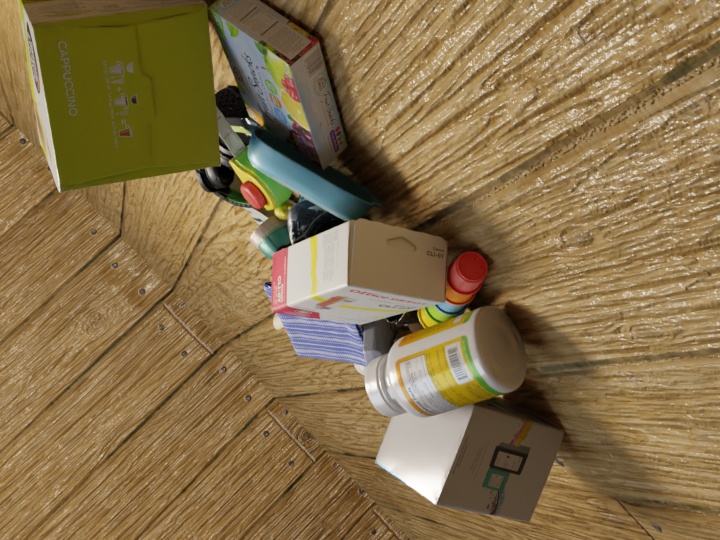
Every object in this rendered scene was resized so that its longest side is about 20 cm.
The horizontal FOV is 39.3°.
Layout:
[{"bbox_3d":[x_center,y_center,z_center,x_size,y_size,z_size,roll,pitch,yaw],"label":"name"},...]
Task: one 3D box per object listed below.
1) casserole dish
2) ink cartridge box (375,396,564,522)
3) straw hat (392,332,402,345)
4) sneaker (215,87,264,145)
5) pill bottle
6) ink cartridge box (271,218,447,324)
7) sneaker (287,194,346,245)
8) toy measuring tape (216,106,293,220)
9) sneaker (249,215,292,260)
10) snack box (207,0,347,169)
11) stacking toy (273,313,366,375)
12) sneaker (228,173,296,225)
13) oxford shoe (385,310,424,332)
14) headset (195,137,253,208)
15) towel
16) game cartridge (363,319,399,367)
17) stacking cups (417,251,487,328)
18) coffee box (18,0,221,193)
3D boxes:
[{"bbox_3d":[-0.065,-0.119,1.276,0.199,0.039,0.121,29,-167,-7],"label":"casserole dish"},{"bbox_3d":[0.158,0.253,1.443,0.199,0.147,0.146,20,-178,-38],"label":"ink cartridge box"},{"bbox_3d":[0.108,0.193,1.653,0.084,0.202,0.201,-6,146,11],"label":"straw hat"},{"bbox_3d":[-0.163,-0.199,1.411,0.200,0.072,0.083,23,154,53],"label":"sneaker"},{"bbox_3d":[0.105,0.126,1.308,0.199,0.111,0.111,-24,114,37],"label":"pill bottle"},{"bbox_3d":[-0.005,0.007,1.262,0.144,0.084,0.200,10,164,-30],"label":"ink cartridge box"},{"bbox_3d":[-0.063,-0.075,1.365,0.087,0.077,0.200,54,-168,13],"label":"sneaker"},{"bbox_3d":[-0.142,-0.145,1.331,0.073,0.074,0.201,20,148,56],"label":"toy measuring tape"},{"bbox_3d":[-0.081,-0.036,1.455,0.080,0.071,0.200,48,-156,12],"label":"sneaker"},{"bbox_3d":[-0.095,-0.227,1.205,0.142,0.053,0.200,39,163,27],"label":"snack box"},{"bbox_3d":[-0.036,0.103,1.708,0.200,0.146,0.146,46,164,-10],"label":"stacking toy"},{"bbox_3d":[-0.159,-0.105,1.622,0.200,0.075,0.085,44,160,6],"label":"sneaker"},{"bbox_3d":[0.062,0.045,1.426,0.072,0.084,0.200,34,162,30],"label":"oxford shoe"},{"bbox_3d":[-0.208,-0.160,1.500,0.199,0.094,0.123,35,131,-19],"label":"headset"},{"bbox_3d":[-0.064,0.088,1.591,0.144,0.024,0.201,6,143,22],"label":"towel"},{"bbox_3d":[0.041,0.142,1.644,0.040,0.134,0.200,-2,145,13],"label":"game cartridge"},{"bbox_3d":[0.116,0.029,1.284,0.060,0.061,0.200,43,164,8],"label":"stacking cups"},{"bbox_3d":[-0.294,-0.234,1.225,0.198,0.199,0.201,-132,35,-56],"label":"coffee box"}]
